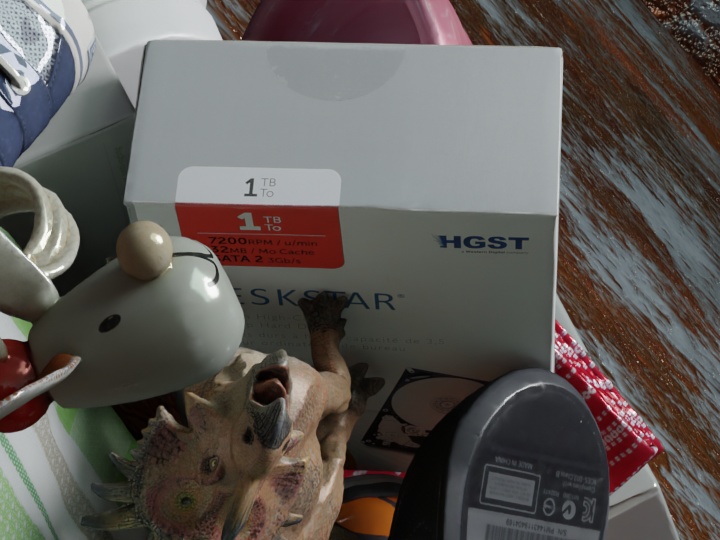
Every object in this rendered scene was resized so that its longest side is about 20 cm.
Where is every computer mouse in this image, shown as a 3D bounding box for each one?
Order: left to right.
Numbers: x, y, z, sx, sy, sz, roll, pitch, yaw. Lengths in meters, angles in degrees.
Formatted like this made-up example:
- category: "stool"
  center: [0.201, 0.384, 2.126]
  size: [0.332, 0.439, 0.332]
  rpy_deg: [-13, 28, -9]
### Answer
- category: "computer mouse"
  center: [0.038, 0.134, 0.854]
  size: [0.138, 0.201, 0.053]
  rpy_deg: [20, -12, -37]

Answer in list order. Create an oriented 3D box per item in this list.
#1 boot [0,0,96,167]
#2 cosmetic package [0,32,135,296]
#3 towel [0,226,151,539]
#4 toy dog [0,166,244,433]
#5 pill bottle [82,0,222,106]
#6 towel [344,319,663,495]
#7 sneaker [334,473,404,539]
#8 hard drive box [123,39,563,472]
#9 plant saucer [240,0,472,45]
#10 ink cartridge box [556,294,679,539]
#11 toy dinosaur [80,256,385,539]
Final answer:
- category: "boot"
  center: [-0.191, -0.103, 0.775]
  size: [0.200, 0.073, 0.091]
  rpy_deg: [31, 48, -6]
- category: "cosmetic package"
  center: [-0.156, -0.090, 0.908]
  size: [0.200, 0.085, 0.108]
  rpy_deg: [60, -12, 27]
- category: "towel"
  center: [-0.107, 0.080, 0.754]
  size: [0.200, 0.031, 0.150]
  rpy_deg: [-84, 149, -63]
- category: "toy dog"
  center: [-0.139, 0.020, 0.615]
  size: [0.132, 0.200, 0.097]
  rpy_deg: [37, -29, 33]
- category: "pill bottle"
  center: [-0.141, -0.148, 1.069]
  size: [0.113, 0.113, 0.200]
  rpy_deg: [24, 31, -56]
- category: "towel"
  center: [0.020, 0.055, 1.009]
  size: [0.200, 0.145, 0.022]
  rpy_deg: [47, 11, -10]
- category: "sneaker"
  center: [0.048, 0.155, 0.939]
  size: [0.200, 0.078, 0.112]
  rpy_deg: [32, 4, -46]
- category: "hard drive box"
  center: [0.000, 0.000, 0.880]
  size: [0.200, 0.155, 0.077]
  rpy_deg: [83, 10, -57]
- category: "plant saucer"
  center: [-0.001, -0.058, 1.090]
  size: [0.051, 0.201, 0.201]
  rpy_deg: [6, 42, -33]
- category: "ink cartridge box"
  center: [0.092, 0.088, 1.162]
  size: [0.147, 0.083, 0.200]
  rpy_deg: [63, 2, -52]
- category: "toy dinosaur"
  center: [-0.040, 0.080, 0.802]
  size: [0.200, 0.085, 0.136]
  rpy_deg: [70, 16, -47]
